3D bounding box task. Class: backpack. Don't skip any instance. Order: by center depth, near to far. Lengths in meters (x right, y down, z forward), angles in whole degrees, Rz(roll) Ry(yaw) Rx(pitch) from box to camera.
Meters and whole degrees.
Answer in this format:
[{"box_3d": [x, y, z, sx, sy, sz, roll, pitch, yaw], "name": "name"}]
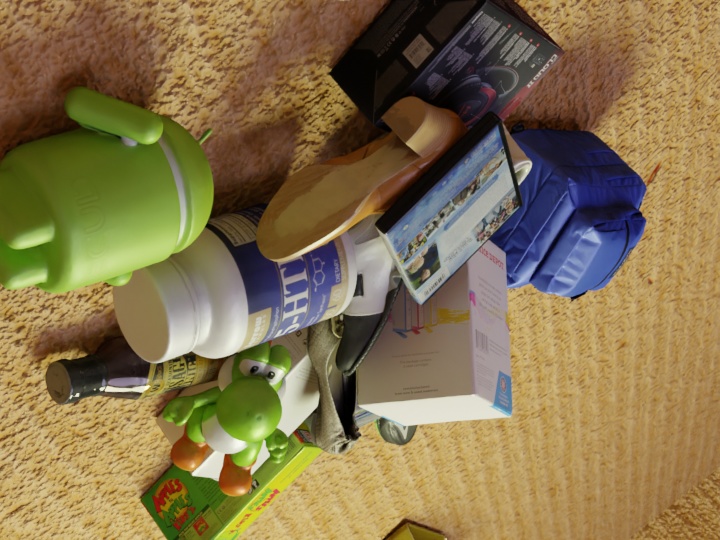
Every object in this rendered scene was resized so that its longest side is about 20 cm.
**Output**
[{"box_3d": [0.222, -0.056, 1.719, 0.200, 0.168, 0.163, -13, 145, -55], "name": "backpack"}]

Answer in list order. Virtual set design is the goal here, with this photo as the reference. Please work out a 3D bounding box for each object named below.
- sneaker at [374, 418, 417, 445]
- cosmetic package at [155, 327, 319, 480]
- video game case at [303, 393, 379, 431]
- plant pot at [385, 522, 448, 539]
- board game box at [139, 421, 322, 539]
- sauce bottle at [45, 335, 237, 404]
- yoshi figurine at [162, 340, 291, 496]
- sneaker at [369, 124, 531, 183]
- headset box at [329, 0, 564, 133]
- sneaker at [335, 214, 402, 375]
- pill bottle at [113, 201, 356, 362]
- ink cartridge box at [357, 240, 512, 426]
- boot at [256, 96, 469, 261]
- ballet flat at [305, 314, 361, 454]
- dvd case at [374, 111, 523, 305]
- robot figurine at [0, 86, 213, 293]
[{"box_3d": [0.076, 0.158, 1.959, 0.076, 0.084, 0.200, -18, 146, -37], "name": "sneaker"}, {"box_3d": [-0.106, 0.126, 1.658, 0.200, 0.085, 0.108, -45, 153, 11], "name": "cosmetic package"}, {"box_3d": [-0.019, 0.171, 1.836, 0.181, 0.022, 0.200, -13, 167, -45], "name": "video game case"}, {"box_3d": [0.075, 0.536, 2.456, 0.176, 0.201, 0.200, -33, 156, 11], "name": "plant pot"}, {"box_3d": [-0.144, 0.228, 1.750, 0.200, 0.102, 0.048, -46, 153, 13], "name": "board game box"}, {"box_3d": [-0.206, 0.090, 1.489, 0.199, 0.066, 0.066, -13, 144, -44], "name": "sauce bottle"}, {"box_3d": [-0.122, 0.147, 1.506, 0.112, 0.112, 0.200, -12, 149, -32], "name": "yoshi figurine"}, {"box_3d": [0.071, -0.085, 1.527, 0.199, 0.116, 0.074, -31, 155, -14], "name": "sneaker"}, {"box_3d": [0.087, -0.186, 1.429, 0.149, 0.075, 0.200, -47, 153, 16], "name": "headset box"}, {"box_3d": [0.000, 0.000, 1.503, 0.074, 0.088, 0.201, -62, 172, -77], "name": "sneaker"}, {"box_3d": [-0.114, 0.011, 1.405, 0.199, 0.120, 0.120, -20, 148, -36], "name": "pill bottle"}, {"box_3d": [0.075, 0.046, 1.600, 0.125, 0.201, 0.128, -8, 163, 21], "name": "ink cartridge box"}, {"box_3d": [0.014, -0.064, 1.379, 0.201, 0.071, 0.144, -41, 155, 10], "name": "boot"}, {"box_3d": [-0.021, 0.106, 1.584, 0.067, 0.046, 0.201, -31, 135, -41], "name": "ballet flat"}, {"box_3d": [0.085, -0.052, 1.421, 0.143, 0.018, 0.200, -45, 158, -6], "name": "dvd case"}, {"box_3d": [-0.199, -0.053, 1.207, 0.199, 0.116, 0.176, -21, 144, -35], "name": "robot figurine"}]
